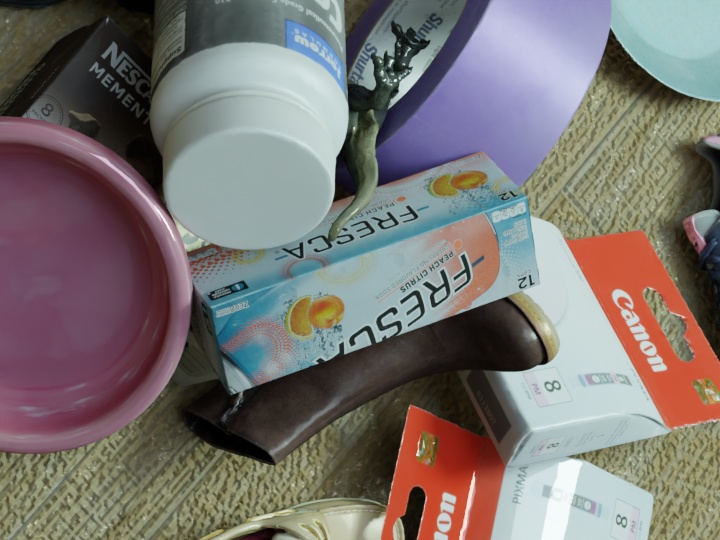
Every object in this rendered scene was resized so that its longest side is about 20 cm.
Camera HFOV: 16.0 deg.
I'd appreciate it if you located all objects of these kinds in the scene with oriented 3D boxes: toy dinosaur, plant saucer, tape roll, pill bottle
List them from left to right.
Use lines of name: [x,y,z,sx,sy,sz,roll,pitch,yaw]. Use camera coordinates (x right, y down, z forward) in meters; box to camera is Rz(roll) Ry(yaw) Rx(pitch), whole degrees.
plant saucer: [-0.192,0.005,1.455,0.201,0.200,0.051,50,19,-13]
pill bottle: [-0.064,-0.114,1.470,0.114,0.114,0.200,23,40,-25]
toy dinosaur: [0.002,-0.097,1.509,0.047,0.088,0.200,25,25,-19]
tape roll: [0.060,-0.123,1.595,0.085,0.200,0.200,34,65,-21]
plant saucer: [0.231,-0.214,1.807,0.201,0.039,0.201,6,78,-30]

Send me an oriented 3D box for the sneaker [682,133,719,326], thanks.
sneaker: [0.259,-0.001,1.775,0.082,0.070,0.200,12,71,-11]

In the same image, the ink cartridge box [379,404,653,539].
ink cartridge box: [0.098,0.190,1.621,0.200,0.057,0.163,29,66,-43]

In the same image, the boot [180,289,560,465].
boot: [0.006,0.065,1.535,0.166,0.200,0.072,-44,126,-27]

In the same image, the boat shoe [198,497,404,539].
boat shoe: [-0.049,0.183,1.547,0.200,0.069,0.074,-15,88,-32]

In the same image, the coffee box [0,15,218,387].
coffee box: [-0.130,-0.040,1.536,0.200,0.080,0.113,45,63,-16]

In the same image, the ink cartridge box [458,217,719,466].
ink cartridge box: [0.147,0.034,1.660,0.200,0.057,0.163,-11,59,-28]

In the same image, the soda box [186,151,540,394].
soda box: [0.000,0.000,1.478,0.200,0.068,0.064,-20,123,-12]

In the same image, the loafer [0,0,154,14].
loafer: [-0.167,-0.200,1.550,0.200,0.072,0.073,0,80,-31]
